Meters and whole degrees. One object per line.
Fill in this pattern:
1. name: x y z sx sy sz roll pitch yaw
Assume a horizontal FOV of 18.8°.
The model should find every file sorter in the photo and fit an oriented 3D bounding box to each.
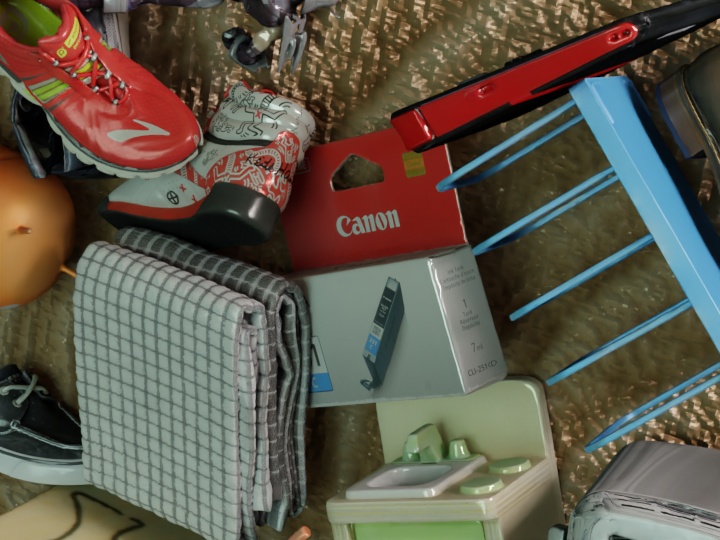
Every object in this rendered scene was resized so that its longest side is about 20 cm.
1. file sorter: 0.153 -0.005 1.354 0.122 0.139 0.201 -30 86 17

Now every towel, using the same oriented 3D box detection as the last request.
1. towel: -0.114 0.081 1.528 0.165 0.085 0.201 19 122 34

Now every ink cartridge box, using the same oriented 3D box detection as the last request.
1. ink cartridge box: 0.000 0.000 1.464 0.200 0.045 0.177 -10 97 52

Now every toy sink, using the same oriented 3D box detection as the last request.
1. toy sink: 0.061 0.183 1.473 0.130 0.112 0.201 -4 99 28

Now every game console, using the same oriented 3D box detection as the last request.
1. game console: 0.124 -0.127 1.319 0.176 0.200 0.031 -26 90 30

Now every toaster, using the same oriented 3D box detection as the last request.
1. toaster: 0.221 0.186 1.370 0.199 0.129 0.114 13 108 25

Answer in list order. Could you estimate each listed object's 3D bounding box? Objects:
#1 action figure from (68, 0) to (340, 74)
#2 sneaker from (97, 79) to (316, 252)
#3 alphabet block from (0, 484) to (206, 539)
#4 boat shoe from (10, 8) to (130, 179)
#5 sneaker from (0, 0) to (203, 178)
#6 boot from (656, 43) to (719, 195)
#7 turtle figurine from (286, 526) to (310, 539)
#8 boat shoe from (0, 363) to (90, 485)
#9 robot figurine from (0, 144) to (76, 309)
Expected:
1. action figure: -0.100 -0.206 1.500 0.199 0.069 0.131 10 99 13
2. sneaker: -0.105 -0.073 1.536 0.201 0.067 0.108 -2 59 55
3. alphabet block: -0.195 0.287 1.582 0.195 0.200 0.197 22 111 23
4. boat shoe: -0.214 -0.159 1.554 0.074 0.093 0.201 -13 95 29
5. sneaker: -0.195 -0.136 1.474 0.200 0.085 0.077 36 72 6
6. boot: 0.271 -0.059 1.330 0.097 0.075 0.200 -39 80 32
7. turtle figurine: -0.036 0.251 1.511 0.064 0.161 0.201 28 112 20
8. boat shoe: -0.268 0.106 1.659 0.199 0.072 0.068 20 111 31
9. robot figurine: -0.291 -0.042 1.597 0.199 0.116 0.145 22 121 33
